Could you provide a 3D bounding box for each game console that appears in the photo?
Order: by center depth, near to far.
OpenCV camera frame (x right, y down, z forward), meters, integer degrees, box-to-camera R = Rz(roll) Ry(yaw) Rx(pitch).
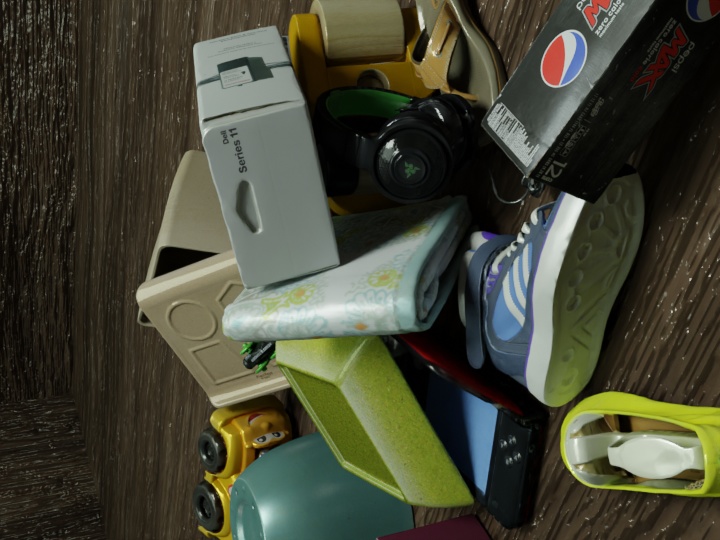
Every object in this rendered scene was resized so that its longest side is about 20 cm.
[{"bbox_3d":[0.057,0.115,0.778,0.200,0.117,0.175,39,128,56],"label":"game console"}]

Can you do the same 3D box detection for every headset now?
[{"bbox_3d":[0.057,-0.111,0.693,0.198,0.123,0.095,25,122,17],"label":"headset"}]

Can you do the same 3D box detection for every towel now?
[{"bbox_3d":[0.000,0.000,0.738,0.169,0.200,0.049,-9,112,26],"label":"towel"}]

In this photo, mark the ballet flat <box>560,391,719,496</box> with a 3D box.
[{"bbox_3d":[0.179,0.117,0.583,0.199,0.066,0.068,-17,80,64],"label":"ballet flat"}]

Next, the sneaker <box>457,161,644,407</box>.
[{"bbox_3d":[0.123,-0.013,0.658,0.146,0.079,0.203,46,140,47],"label":"sneaker"}]

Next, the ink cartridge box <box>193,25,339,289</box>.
[{"bbox_3d":[-0.081,-0.100,0.732,0.201,0.082,0.148,-109,7,-58],"label":"ink cartridge box"}]

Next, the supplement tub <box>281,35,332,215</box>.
[{"bbox_3d":[-0.089,-0.157,1.022,0.122,0.121,0.204,-8,88,64],"label":"supplement tub"}]

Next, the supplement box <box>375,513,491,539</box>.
[{"bbox_3d":[0.058,0.337,0.825,0.086,0.109,0.202,54,140,46],"label":"supplement box"}]

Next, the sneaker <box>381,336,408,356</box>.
[{"bbox_3d":[-0.020,0.078,0.962,0.199,0.086,0.075,-28,70,63],"label":"sneaker"}]

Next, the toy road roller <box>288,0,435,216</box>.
[{"bbox_3d":[-0.003,-0.149,0.855,0.146,0.121,0.204,148,113,-73],"label":"toy road roller"}]

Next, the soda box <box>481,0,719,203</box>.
[{"bbox_3d":[0.159,-0.142,0.508,0.201,0.070,0.064,-56,42,24],"label":"soda box"}]

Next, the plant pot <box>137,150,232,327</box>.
[{"bbox_3d":[-0.182,-0.042,1.178,0.201,0.196,0.179,123,148,-51],"label":"plant pot"}]

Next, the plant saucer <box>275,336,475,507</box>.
[{"bbox_3d":[-0.004,0.136,0.836,0.201,0.048,0.199,60,158,-17],"label":"plant saucer"}]

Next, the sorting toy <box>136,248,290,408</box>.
[{"bbox_3d":[-0.157,0.071,1.100,0.202,0.183,0.037,61,-157,-26],"label":"sorting toy"}]

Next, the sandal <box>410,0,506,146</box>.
[{"bbox_3d":[0.069,-0.199,0.759,0.080,0.053,0.203,-34,71,62],"label":"sandal"}]

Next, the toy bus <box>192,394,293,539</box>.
[{"bbox_3d":[-0.125,0.299,1.192,0.191,0.134,0.203,28,117,45],"label":"toy bus"}]

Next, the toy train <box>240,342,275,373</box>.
[{"bbox_3d":[-0.066,0.050,1.017,0.200,0.056,0.042,-42,88,26],"label":"toy train"}]

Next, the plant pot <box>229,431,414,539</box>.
[{"bbox_3d":[-0.056,0.283,0.993,0.200,0.159,0.204,22,115,62],"label":"plant pot"}]
